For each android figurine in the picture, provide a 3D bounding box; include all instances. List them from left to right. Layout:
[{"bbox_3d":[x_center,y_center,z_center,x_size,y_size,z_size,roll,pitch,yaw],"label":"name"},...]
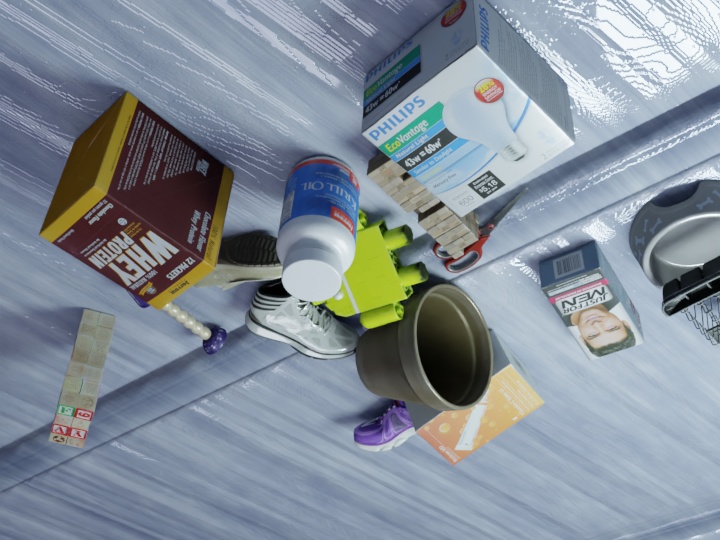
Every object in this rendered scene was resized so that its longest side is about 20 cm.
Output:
[{"bbox_3d":[0.000,0.000,1.483,0.199,0.041,0.183,-16,102,25],"label":"android figurine"}]

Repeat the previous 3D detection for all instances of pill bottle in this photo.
[{"bbox_3d":[-0.059,-0.057,1.358,0.111,0.201,0.113,2,136,2],"label":"pill bottle"}]

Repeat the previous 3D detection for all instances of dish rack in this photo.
[{"bbox_3d":[0.561,0.054,1.450,0.153,0.055,0.200,-31,127,32],"label":"dish rack"}]

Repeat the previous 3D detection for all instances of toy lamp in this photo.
[{"bbox_3d":[-0.309,0.067,1.608,0.058,0.059,0.200,-29,129,29],"label":"toy lamp"}]

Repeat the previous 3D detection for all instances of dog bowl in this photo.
[{"bbox_3d":[0.506,-0.040,1.438,0.198,0.059,0.201,2,136,2],"label":"dog bowl"}]

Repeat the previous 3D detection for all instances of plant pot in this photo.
[{"bbox_3d":[0.092,0.138,1.576,0.173,0.201,0.200,-18,134,43],"label":"plant pot"}]

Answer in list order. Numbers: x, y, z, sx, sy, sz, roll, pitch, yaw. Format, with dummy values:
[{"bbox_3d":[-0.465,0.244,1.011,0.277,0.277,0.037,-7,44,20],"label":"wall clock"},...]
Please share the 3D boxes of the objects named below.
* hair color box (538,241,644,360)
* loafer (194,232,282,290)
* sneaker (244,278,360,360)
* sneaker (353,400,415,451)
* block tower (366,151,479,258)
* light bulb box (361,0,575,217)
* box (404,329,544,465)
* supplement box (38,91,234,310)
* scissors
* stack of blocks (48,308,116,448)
[{"bbox_3d":[0.371,0.053,1.540,0.098,0.061,0.200,-22,131,24],"label":"hair color box"},{"bbox_3d":[-0.196,-0.010,1.512,0.198,0.076,0.069,1,138,17],"label":"loafer"},{"bbox_3d":[-0.085,0.076,1.586,0.199,0.076,0.116,16,137,-9],"label":"sneaker"},{"bbox_3d":[0.070,0.266,1.787,0.199,0.081,0.084,-25,116,15],"label":"sneaker"},{"bbox_3d":[0.096,-0.104,1.397,0.058,0.054,0.200,-29,124,30],"label":"block tower"},{"bbox_3d":[0.137,-0.210,1.242,0.199,0.126,0.198,35,128,-29],"label":"light bulb box"},{"bbox_3d":[0.193,0.220,1.658,0.199,0.098,0.124,-37,125,12],"label":"box"},{"bbox_3d":[-0.303,-0.094,1.339,0.132,0.198,0.200,-32,126,32],"label":"supplement box"},{"bbox_3d":[0.196,-0.058,1.475,0.199,0.014,0.073,-34,122,31],"label":"scissors"},{"bbox_3d":[-0.469,0.181,1.631,0.058,0.201,0.115,15,136,-15],"label":"stack of blocks"}]
